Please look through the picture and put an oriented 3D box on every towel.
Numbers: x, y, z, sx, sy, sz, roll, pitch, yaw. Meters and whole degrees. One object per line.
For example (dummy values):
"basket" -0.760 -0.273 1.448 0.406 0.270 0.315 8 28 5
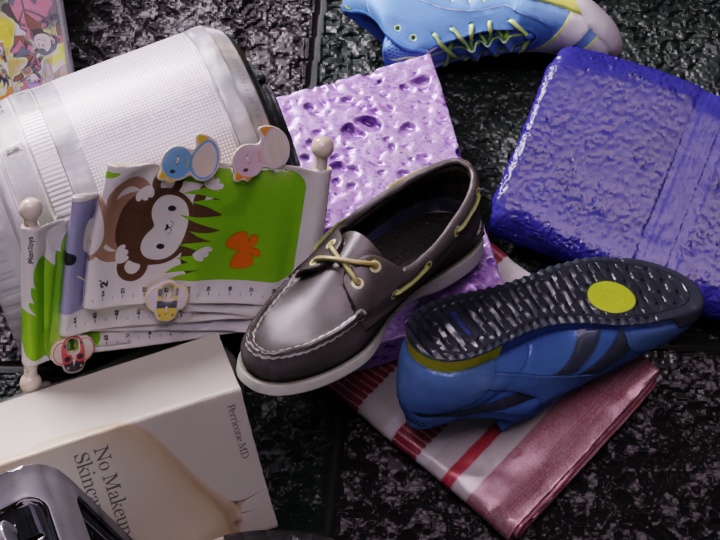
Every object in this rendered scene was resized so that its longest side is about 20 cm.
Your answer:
"towel" 0.067 0.058 1.239 0.200 0.023 0.144 38 70 24
"towel" 0.195 -0.051 1.274 0.198 0.050 0.149 21 71 12

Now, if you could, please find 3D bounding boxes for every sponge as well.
"sponge" 0.019 -0.039 1.271 0.110 0.030 0.202 -15 59 -1

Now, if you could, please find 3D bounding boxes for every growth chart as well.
"growth chart" -0.109 -0.010 1.162 0.198 0.146 0.018 -11 31 -17

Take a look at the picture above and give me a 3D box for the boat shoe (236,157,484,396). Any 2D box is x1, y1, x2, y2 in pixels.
"boat shoe" 0.000 0.000 1.165 0.071 0.061 0.201 29 47 28

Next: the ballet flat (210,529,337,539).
"ballet flat" -0.012 0.193 1.132 0.198 0.067 0.057 11 24 6

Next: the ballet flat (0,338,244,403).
"ballet flat" -0.168 0.089 1.218 0.198 0.068 0.064 -18 34 -9

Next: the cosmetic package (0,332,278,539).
"cosmetic package" -0.158 0.123 1.155 0.198 0.104 0.073 -18 29 -6

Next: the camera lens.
"camera lens" -0.142 -0.050 1.233 0.198 0.160 0.161 -21 60 -9

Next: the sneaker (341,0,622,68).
"sneaker" 0.075 -0.165 1.353 0.199 0.076 0.106 29 83 18

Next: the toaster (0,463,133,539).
"toaster" -0.156 0.229 1.050 0.118 0.200 0.182 -29 51 4

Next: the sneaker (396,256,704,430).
"sneaker" 0.113 0.048 1.199 0.198 0.079 0.066 -13 40 -19

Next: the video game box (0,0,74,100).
"video game box" -0.294 -0.165 1.321 0.198 0.047 0.184 -8 95 -2
